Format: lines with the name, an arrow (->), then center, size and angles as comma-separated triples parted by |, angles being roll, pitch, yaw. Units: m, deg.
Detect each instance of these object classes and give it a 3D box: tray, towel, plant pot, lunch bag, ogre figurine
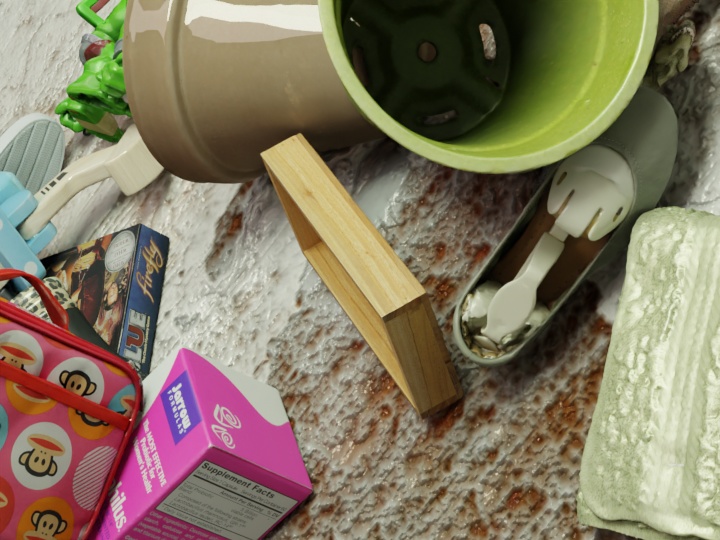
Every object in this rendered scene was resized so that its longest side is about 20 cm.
tray -> 0.000, 0.000, 1.179 | 0.037, 0.099, 0.200 | -29, 42, -8
towel -> 0.195, 0.056, 0.990 | 0.148, 0.036, 0.201 | -1, 68, 46
plant pot -> 0.060, -0.149, 1.095 | 0.190, 0.199, 0.201 | 159, 134, -80
lunch bag -> -0.246, 0.086, 1.160 | 0.082, 0.200, 0.177 | 11, 76, 55
plant pot -> -0.044, -0.159, 1.273 | 0.174, 0.200, 0.201 | 4, 71, 28
ogre figurine -> -0.202, -0.183, 1.492 | 0.200, 0.098, 0.120 | 95, -162, -76

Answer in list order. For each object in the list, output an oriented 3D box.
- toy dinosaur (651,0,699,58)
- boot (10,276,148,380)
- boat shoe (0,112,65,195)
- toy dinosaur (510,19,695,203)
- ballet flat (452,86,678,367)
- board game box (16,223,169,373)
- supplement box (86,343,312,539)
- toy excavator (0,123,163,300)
toy dinosaur -> 0.207, -0.235, 1.117 | 0.135, 0.086, 0.201 | -6, 80, -2
boot -> -0.247, 0.122, 1.347 | 0.204, 0.073, 0.154 | -47, 71, 11
boat shoe -> -0.335, -0.057, 1.583 | 0.067, 0.073, 0.201 | 35, 97, 48
toy dinosaur -> 0.142, -0.081, 1.121 | 0.200, 0.047, 0.088 | -29, 46, 36
ballet flat -> 0.123, -0.020, 1.065 | 0.200, 0.067, 0.064 | -56, -4, 25
board game box -> -0.243, 0.050, 1.458 | 0.200, 0.035, 0.136 | -17, 57, 40
supplement box -> -0.143, 0.164, 1.237 | 0.200, 0.103, 0.101 | -44, 42, 18
toy excavator -> -0.276, -0.048, 1.468 | 0.194, 0.100, 0.200 | 2, 44, 51
